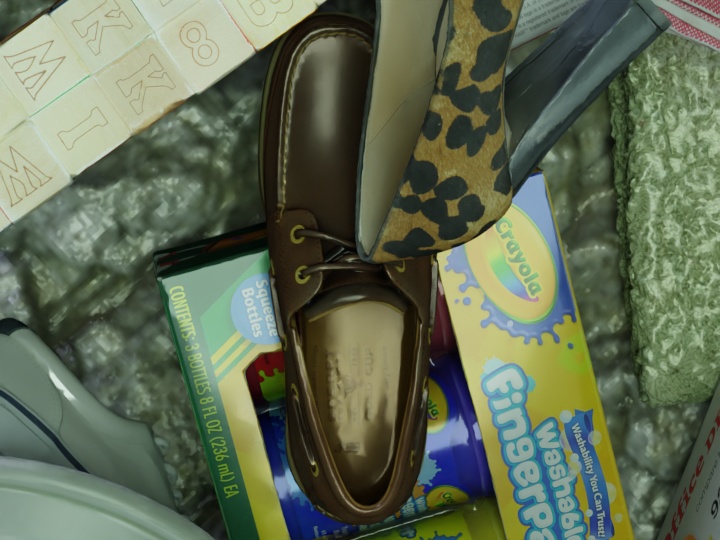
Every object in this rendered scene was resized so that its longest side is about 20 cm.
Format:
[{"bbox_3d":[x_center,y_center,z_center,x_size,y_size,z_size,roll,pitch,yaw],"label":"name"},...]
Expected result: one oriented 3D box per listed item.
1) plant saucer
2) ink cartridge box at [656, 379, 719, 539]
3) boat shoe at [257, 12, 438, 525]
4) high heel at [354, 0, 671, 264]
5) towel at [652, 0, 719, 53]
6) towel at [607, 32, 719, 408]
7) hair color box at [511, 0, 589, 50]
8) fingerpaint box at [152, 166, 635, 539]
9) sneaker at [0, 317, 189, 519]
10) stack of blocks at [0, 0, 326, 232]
[{"bbox_3d":[-0.132,0.154,0.920,0.199,0.050,0.201,7,138,6],"label":"plant saucer"},{"bbox_3d":[0.218,0.128,0.925,0.144,0.200,0.148,15,114,-10],"label":"ink cartridge box"},{"bbox_3d":[0.000,0.000,0.891,0.072,0.068,0.201,-4,95,-5],"label":"boat shoe"},{"bbox_3d":[0.002,-0.089,0.797,0.143,0.071,0.200,-46,124,11],"label":"high heel"},{"bbox_3d":[0.155,-0.178,0.919,0.146,0.030,0.201,18,74,-45],"label":"towel"},{"bbox_3d":[0.180,-0.042,0.996,0.147,0.036,0.201,-3,98,-5],"label":"towel"},{"bbox_3d":[0.033,-0.188,0.908,0.110,0.064,0.201,-25,102,-1],"label":"hair color box"},{"bbox_3d":[0.018,0.070,0.973,0.166,0.073,0.201,-15,100,-4],"label":"fingerpaint box"},{"bbox_3d":[-0.099,0.100,0.959,0.200,0.073,0.071,53,49,-31],"label":"sneaker"},{"bbox_3d":[-0.095,-0.089,0.916,0.200,0.115,0.059,-35,100,0],"label":"stack of blocks"}]
